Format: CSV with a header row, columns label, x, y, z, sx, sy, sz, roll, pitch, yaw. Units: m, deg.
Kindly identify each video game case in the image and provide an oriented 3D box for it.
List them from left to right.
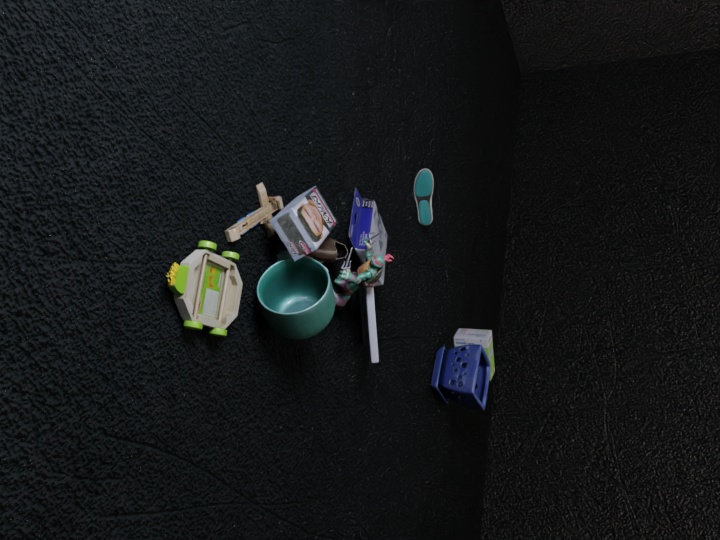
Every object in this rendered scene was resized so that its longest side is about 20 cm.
label,x,y,z,sx,sy,sz,roll,pitch,yaw
video game case,0.020,0.124,1.627,0.182,0.024,0.201,-124,-150,-78

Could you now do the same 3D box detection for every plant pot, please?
label,x,y,z,sx,sy,sz,roll,pitch,yaw
plant pot,0.380,0.403,2.321,0.200,0.179,0.201,56,41,-51

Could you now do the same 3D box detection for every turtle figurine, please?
label,x,y,z,sx,sy,sz,roll,pitch,yaw
turtle figurine,0.000,0.000,1.491,0.101,0.200,0.150,43,39,1

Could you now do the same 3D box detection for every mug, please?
label,x,y,z,sx,sy,sz,roll,pitch,yaw
mug,-0.125,0.054,1.268,0.115,0.151,0.185,81,21,-46

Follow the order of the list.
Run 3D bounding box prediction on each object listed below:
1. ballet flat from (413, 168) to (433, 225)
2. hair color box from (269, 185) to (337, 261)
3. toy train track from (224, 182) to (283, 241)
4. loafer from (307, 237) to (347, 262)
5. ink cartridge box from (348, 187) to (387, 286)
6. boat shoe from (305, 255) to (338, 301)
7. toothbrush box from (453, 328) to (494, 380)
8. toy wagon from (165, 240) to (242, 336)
label,x,y,z,sx,sy,sz,roll,pitch,yaw
ballet flat,0.220,-0.258,2.115,0.069,0.069,0.201,-41,131,-58
hair color box,-0.117,-0.105,1.305,0.099,0.061,0.200,58,20,-13
toy train track,-0.203,-0.107,1.236,0.200,0.032,0.115,-47,132,-54
loafer,-0.090,-0.055,1.433,0.200,0.071,0.073,-6,96,-65
ink cartridge box,0.026,-0.094,1.672,0.200,0.040,0.200,64,24,-44
boat shoe,-0.099,0.029,1.400,0.065,0.074,0.202,-54,144,-25
toothbrush box,0.482,0.354,2.577,0.086,0.145,0.201,-44,129,-56
toy wagon,-0.278,0.028,1.074,0.200,0.039,0.156,31,62,-61
